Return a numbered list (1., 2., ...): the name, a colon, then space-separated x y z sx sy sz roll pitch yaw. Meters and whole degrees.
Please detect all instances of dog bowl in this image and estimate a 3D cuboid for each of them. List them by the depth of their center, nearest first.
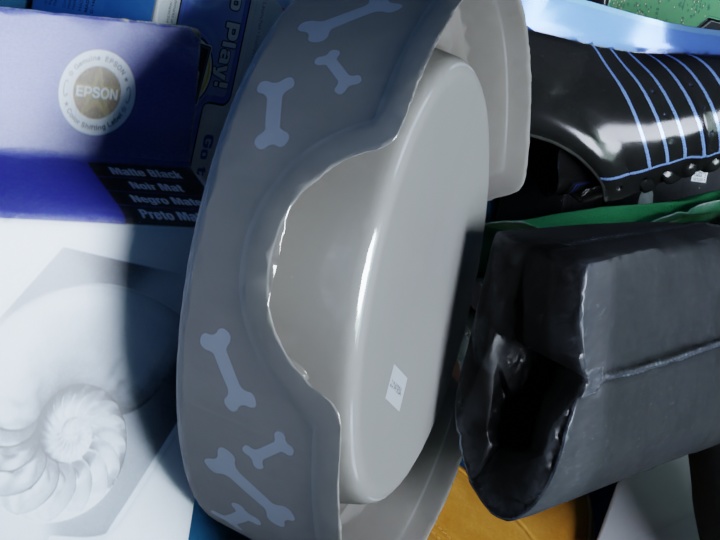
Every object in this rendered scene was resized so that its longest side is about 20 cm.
1. dog bowl: 0.000 0.000 0.747 0.200 0.058 0.201 12 90 -74

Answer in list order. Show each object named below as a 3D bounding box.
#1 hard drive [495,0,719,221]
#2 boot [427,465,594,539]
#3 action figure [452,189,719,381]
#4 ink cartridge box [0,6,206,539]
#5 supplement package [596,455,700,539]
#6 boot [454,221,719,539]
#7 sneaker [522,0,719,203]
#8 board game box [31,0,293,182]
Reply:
1. hard drive: 0.118 -0.064 1.044 0.140 0.038 0.201 2 102 -54
2. boot: 0.026 0.086 0.950 0.144 0.071 0.201 57 29 -19
3. action figure: 0.117 0.000 0.958 0.200 0.118 0.055 -15 73 -35
4. ink cartridge box: -0.133 0.022 0.682 0.199 0.041 0.201 1 101 -33
5. supplement package: 0.196 0.119 1.056 0.200 0.147 0.192 82 28 -57
6. boot: 0.110 0.063 0.839 0.200 0.065 0.165 -8 97 -57
7. sneaker: 0.119 -0.061 0.950 0.199 0.070 0.078 11 88 -11
8. board game box: -0.031 -0.067 0.825 0.196 0.056 0.201 6 98 -54
